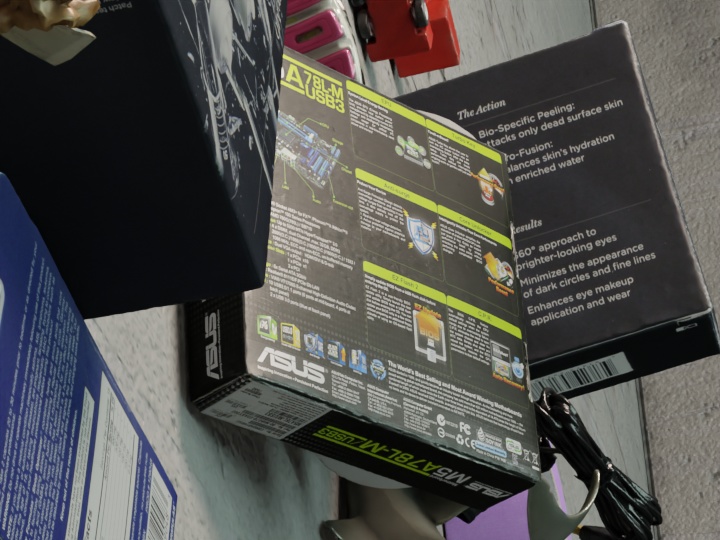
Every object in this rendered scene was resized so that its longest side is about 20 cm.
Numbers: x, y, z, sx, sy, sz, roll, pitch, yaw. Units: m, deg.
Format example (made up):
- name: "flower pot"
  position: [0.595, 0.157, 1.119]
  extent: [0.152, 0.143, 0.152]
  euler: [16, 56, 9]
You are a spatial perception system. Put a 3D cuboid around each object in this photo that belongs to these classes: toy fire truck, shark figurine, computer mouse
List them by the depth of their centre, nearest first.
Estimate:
- name: "shark figurine"
  position: [0.031, 0.143, 1.393]
  extent: [0.089, 0.214, 0.129]
  euler: [22, 85, -34]
- name: "computer mouse"
  position: [0.092, 0.097, 1.467]
  extent: [0.046, 0.199, 0.141]
  euler: [-51, 120, -20]
- name: "toy fire truck"
  position: [0.023, -0.217, 1.822]
  extent: [0.141, 0.048, 0.201]
  euler: [-80, 157, -63]

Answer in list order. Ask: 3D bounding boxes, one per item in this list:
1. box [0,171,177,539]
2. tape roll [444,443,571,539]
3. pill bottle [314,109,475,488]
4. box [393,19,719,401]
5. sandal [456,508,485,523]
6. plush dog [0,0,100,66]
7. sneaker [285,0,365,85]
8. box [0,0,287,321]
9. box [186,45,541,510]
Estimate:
- name: "box"
  position: [-0.108, 0.073, 0.874]
  extent: [0.201, 0.032, 0.122]
  euler: [71, 17, -49]
- name: "tape roll"
  position: [0.110, 0.201, 1.856]
  extent: [0.200, 0.065, 0.202]
  euler: [-10, 90, -79]
- name: "pill bottle"
  position: [0.019, 0.016, 1.398]
  extent: [0.201, 0.114, 0.115]
  euler: [-86, 163, -48]
- name: "box"
  position: [0.107, -0.023, 1.630]
  extent: [0.117, 0.195, 0.201]
  euler: [50, 25, -71]
- name: "sandal"
  position: [0.046, 0.131, 1.608]
  extent: [0.200, 0.075, 0.048]
  euler: [6, 99, -72]
- name: "plush dog"
  position: [-0.147, -0.003, 0.519]
  extent: [0.200, 0.160, 0.173]
  euler: [49, 59, -67]
- name: "sneaker"
  position: [-0.036, -0.139, 1.363]
  extent: [0.087, 0.073, 0.201]
  euler: [-31, 106, -72]
- name: "box"
  position: [-0.099, -0.116, 0.920]
  extent: [0.201, 0.103, 0.183]
  euler: [-87, 165, -48]
- name: "box"
  position: [0.000, 0.000, 1.253]
  extent: [0.199, 0.047, 0.194]
  euler: [22, 50, -40]
